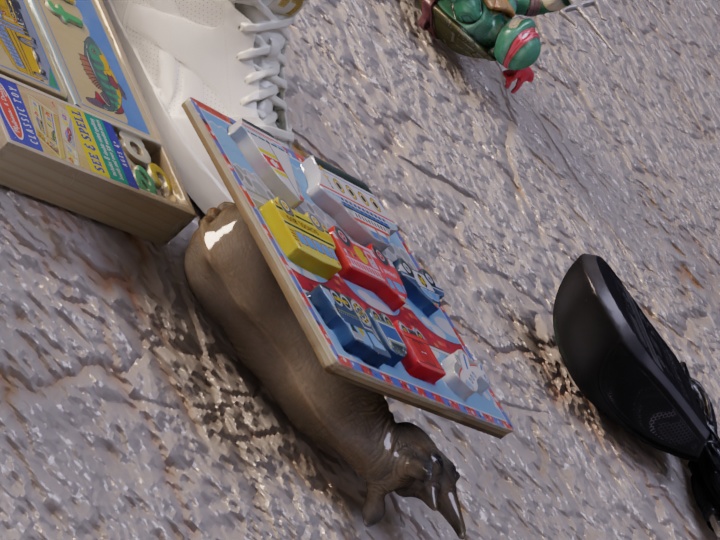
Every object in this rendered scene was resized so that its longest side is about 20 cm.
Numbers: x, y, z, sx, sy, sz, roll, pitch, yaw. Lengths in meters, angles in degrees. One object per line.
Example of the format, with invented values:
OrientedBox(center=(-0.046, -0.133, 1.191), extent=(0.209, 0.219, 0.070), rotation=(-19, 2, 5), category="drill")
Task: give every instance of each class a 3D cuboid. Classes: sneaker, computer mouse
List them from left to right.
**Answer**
OrientedBox(center=(-0.056, -0.110, 1.278), extent=(0.201, 0.115, 0.074), rotation=(59, 21, 17), category="sneaker")
OrientedBox(center=(0.167, 0.073, 1.522), extent=(0.200, 0.053, 0.139), rotation=(51, 16, -35), category="computer mouse")

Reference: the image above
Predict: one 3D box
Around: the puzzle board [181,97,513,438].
OrientedBox(center=(0.000, 0.000, 1.186), extent=(0.151, 0.017, 0.200), rotation=(61, 16, 24), category="puzzle board")

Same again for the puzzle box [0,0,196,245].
OrientedBox(center=(-0.160, -0.110, 1.196), extent=(0.133, 0.025, 0.201), rotation=(21, 37, -51), category="puzzle box")

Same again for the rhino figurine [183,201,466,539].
OrientedBox(center=(-0.014, 0.047, 1.185), extent=(0.200, 0.060, 0.087), rotation=(54, 18, 4), category="rhino figurine")

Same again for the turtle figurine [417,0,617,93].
OrientedBox(center=(0.077, -0.200, 1.711), extent=(0.200, 0.101, 0.150), rotation=(43, 2, 23), category="turtle figurine")
